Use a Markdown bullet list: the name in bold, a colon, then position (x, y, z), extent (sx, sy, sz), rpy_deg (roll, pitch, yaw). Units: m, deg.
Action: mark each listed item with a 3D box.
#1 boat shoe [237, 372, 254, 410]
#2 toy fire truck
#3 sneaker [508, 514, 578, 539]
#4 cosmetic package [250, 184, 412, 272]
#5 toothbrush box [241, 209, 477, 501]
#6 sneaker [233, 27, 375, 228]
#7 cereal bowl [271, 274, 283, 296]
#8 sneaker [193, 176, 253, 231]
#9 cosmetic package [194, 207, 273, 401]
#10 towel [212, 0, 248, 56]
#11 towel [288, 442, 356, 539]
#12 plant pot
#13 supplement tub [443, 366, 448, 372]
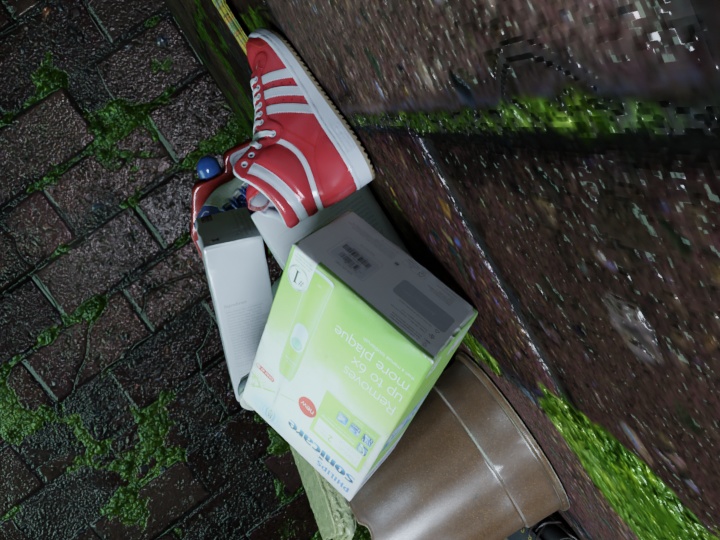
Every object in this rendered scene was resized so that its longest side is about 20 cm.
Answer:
- **boat shoe**: position (-0.081, 0.108, 0.746), extent (0.063, 0.072, 0.199), rpy_deg (63, -157, 12)
- **toy fire truck**: position (-0.153, -0.099, 0.934), extent (0.112, 0.195, 0.172), rpy_deg (-128, 15, -64)
- **sneaker**: position (0.215, 0.306, 0.823), extent (0.203, 0.073, 0.107), rpy_deg (58, 163, 21)
- **cosmetic package**: position (-0.017, -0.004, 0.743), extent (0.202, 0.122, 0.199), rpy_deg (55, 176, -2)
- **toothbrush box**: position (-0.010, 0.077, 0.577), extent (0.145, 0.086, 0.203), rpy_deg (39, 132, 16)
- **sneaker**: position (-0.082, -0.130, 0.598), extent (0.202, 0.111, 0.072), rpy_deg (55, 176, 25)
- **cereal bowl**: position (-0.085, 0.100, 0.917), extent (0.198, 0.082, 0.207), rpy_deg (20, 115, 51)
- **sneaker**: position (-0.126, -0.105, 0.828), extent (0.081, 0.199, 0.115), rpy_deg (49, 167, -7)
- **cosmetic package**: position (-0.141, 0.040, 0.788), extent (0.102, 0.072, 0.206), rpy_deg (-129, 30, -59)
- **towel**: position (-0.125, -0.258, 0.829), extent (0.203, 0.018, 0.086), rpy_deg (57, -178, -16)
- **towel**: position (-0.054, 0.247, 0.833), extent (0.149, 0.036, 0.204), rpy_deg (111, 138, -60)
- **plant pot**: position (0.093, 0.235, 0.728), extent (0.203, 0.196, 0.200), rpy_deg (54, 175, 6)
- **supplement tub**: position (0.053, 0.158, 0.978), extent (0.202, 0.144, 0.146), rpy_deg (53, 176, 32)
